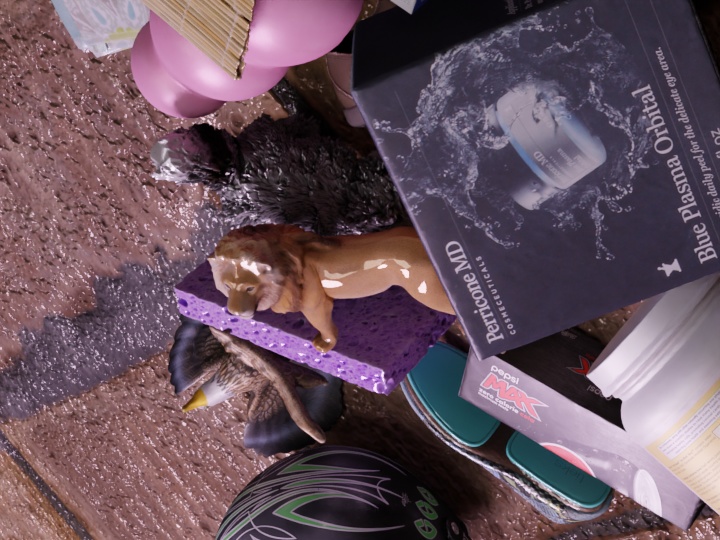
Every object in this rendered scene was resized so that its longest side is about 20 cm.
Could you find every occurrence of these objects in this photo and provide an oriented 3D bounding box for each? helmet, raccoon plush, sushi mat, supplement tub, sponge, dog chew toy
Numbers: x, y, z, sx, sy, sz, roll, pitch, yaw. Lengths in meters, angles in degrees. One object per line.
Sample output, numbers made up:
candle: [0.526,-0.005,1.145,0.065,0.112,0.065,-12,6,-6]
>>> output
helmet: [-0.024,0.242,1.538,0.190,0.200,0.200,26,146,-15]
raccoon plush: [-0.041,-0.050,1.306,0.134,0.200,0.097,18,109,32]
sushi mat: [-0.135,-0.213,1.181,0.200,0.012,0.096,40,134,25]
supplement tub: [0.260,0.088,1.175,0.200,0.145,0.145,41,143,4]
sponge: [-0.033,0.023,1.413,0.200,0.112,0.030,20,135,28]
dog chew toy: [-0.087,-0.174,1.245,0.125,0.125,0.200,48,130,-6]

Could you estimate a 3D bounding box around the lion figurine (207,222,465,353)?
lion figurine: [0.000,0.000,1.284,0.199,0.073,0.123,-13,141,7]

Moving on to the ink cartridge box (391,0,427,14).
ink cartridge box: [0.060,-0.245,1.012,0.044,0.094,0.200,35,141,12]

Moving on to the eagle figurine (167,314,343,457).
eagle figurine: [-0.089,0.078,1.532,0.200,0.150,0.152,120,148,-81]

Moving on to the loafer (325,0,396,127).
loafer: [0.034,-0.155,1.211,0.071,0.073,0.200,52,142,-10]

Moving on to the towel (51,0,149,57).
towel: [-0.181,-0.255,1.342,0.171,0.048,0.200,-3,123,40]

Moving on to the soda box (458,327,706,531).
soda box: [0.174,0.102,1.337,0.200,0.063,0.071,30,141,19]

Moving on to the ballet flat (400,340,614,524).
ballet flat: [0.107,0.132,1.429,0.200,0.074,0.074,40,143,11]

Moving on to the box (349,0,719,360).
box: [0.122,-0.082,1.091,0.200,0.118,0.197,-21,114,12]
